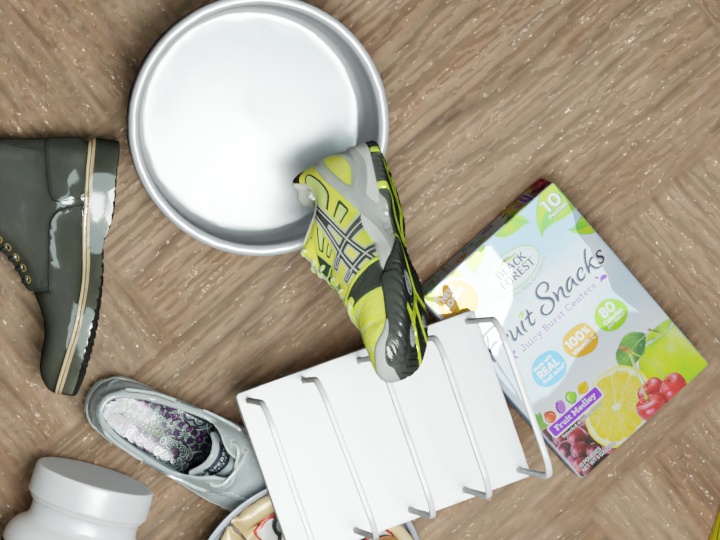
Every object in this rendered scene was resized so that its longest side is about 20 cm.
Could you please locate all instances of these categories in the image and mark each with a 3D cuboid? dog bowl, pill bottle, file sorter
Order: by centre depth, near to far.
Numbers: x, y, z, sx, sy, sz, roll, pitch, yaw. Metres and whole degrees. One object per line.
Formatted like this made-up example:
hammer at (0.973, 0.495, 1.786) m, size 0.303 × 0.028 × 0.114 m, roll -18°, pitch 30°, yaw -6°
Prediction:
file sorter at (0.025, 0.127, 1.683) m, size 0.200 × 0.125 × 0.139 m, roll -19°, pitch 91°, yaw -8°
pill bottle at (-0.232, 0.253, 1.724) m, size 0.116 × 0.116 × 0.200 m, roll 15°, pitch 93°, yaw -10°
dog bowl at (-0.082, -0.113, 1.726) m, size 0.200 × 0.079 × 0.200 m, roll -1°, pitch 96°, yaw -9°

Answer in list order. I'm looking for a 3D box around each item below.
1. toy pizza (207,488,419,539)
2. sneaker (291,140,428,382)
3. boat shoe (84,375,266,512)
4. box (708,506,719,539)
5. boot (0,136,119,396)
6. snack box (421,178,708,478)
toy pizza at (-0.040, 0.259, 1.770) m, size 0.200 × 0.032 × 0.201 m, roll -7°, pitch 110°, yaw -19°
sneaker at (0.000, 0.000, 1.645) m, size 0.076 × 0.075 × 0.200 m, roll -16°, pitch 55°, yaw 8°
boat shoe at (-0.124, 0.146, 1.750) m, size 0.201 × 0.072 × 0.070 m, roll 26°, pitch 91°, yaw -12°
box at (0.364, 0.240, 1.776) m, size 0.122 × 0.193 × 0.200 m, roll 17°, pitch 93°, yaw -10°
boot at (-0.265, -0.009, 1.718) m, size 0.138 × 0.077 × 0.200 m, roll 7°, pitch 82°, yaw -5°
snack box at (0.162, 0.047, 1.794) m, size 0.142 × 0.053 × 0.200 m, roll -42°, pitch 100°, yaw -3°
